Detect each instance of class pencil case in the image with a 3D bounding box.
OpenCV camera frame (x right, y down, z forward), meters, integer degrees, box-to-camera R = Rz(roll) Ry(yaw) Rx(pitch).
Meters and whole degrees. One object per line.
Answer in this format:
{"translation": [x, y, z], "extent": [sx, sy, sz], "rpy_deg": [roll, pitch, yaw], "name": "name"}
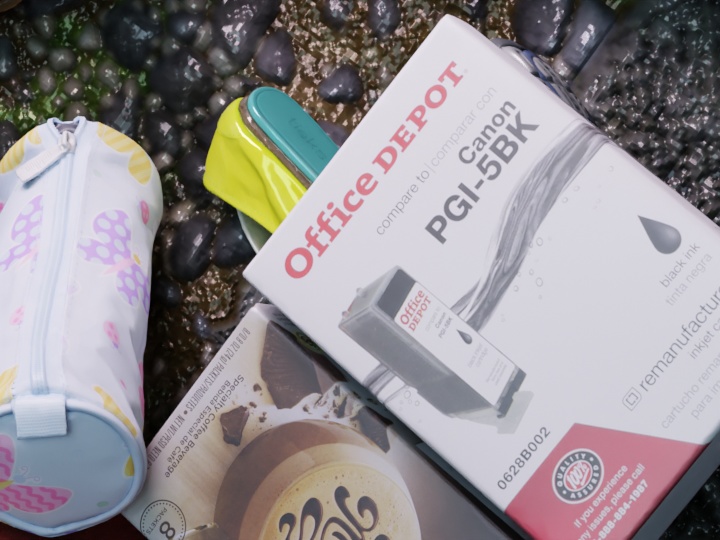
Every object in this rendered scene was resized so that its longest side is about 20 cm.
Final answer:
{"translation": [-0.132, 0.021, 0.989], "extent": [0.083, 0.201, 0.091], "rpy_deg": [10, 132, -11], "name": "pencil case"}

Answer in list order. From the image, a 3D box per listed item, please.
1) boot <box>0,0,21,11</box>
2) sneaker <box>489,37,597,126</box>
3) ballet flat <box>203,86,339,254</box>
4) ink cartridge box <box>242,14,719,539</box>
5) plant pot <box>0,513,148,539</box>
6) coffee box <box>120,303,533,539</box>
{"translation": [-0.163, -0.215, 1.070], "extent": [0.199, 0.074, 0.156], "rpy_deg": [-15, 53, 43], "name": "boot"}
{"translation": [0.097, -0.008, 1.009], "extent": [0.087, 0.074, 0.201], "rpy_deg": [-39, 71, 16], "name": "sneaker"}
{"translation": [0.000, 0.000, 1.032], "extent": [0.200, 0.067, 0.067], "rpy_deg": [45, 117, 14], "name": "ballet flat"}
{"translation": [0.072, 0.013, 0.926], "extent": [0.200, 0.083, 0.147], "rpy_deg": [40, 97, 17], "name": "ink cartridge box"}
{"translation": [-0.155, 0.195, 0.986], "extent": [0.199, 0.176, 0.201], "rpy_deg": [30, 92, 12], "name": "plant pot"}
{"translation": [0.005, 0.122, 0.958], "extent": [0.200, 0.080, 0.113], "rpy_deg": [40, 100, 19], "name": "coffee box"}
